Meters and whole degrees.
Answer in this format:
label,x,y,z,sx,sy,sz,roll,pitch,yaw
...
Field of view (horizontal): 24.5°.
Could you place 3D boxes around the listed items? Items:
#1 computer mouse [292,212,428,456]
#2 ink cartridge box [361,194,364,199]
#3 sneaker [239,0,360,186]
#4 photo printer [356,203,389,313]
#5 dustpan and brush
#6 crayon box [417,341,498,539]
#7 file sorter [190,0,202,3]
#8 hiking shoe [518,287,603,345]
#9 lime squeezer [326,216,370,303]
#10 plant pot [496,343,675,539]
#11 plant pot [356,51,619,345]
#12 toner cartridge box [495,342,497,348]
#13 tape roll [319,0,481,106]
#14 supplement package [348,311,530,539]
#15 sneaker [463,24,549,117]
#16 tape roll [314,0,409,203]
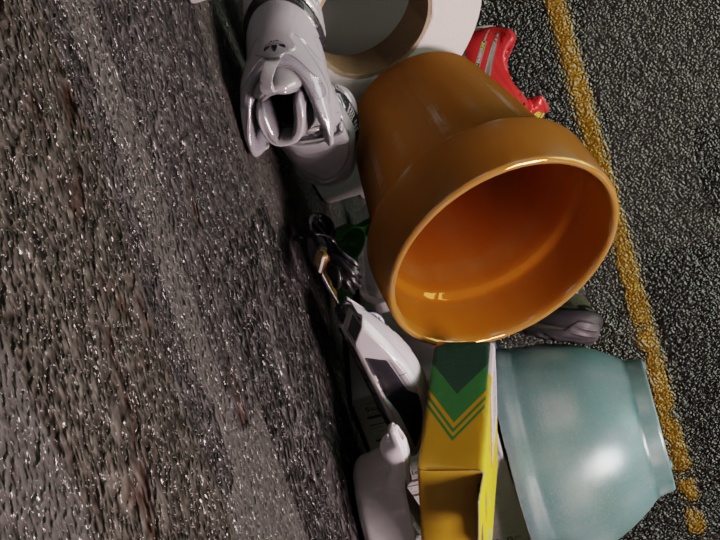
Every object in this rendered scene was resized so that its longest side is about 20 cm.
label,x,y,z,sx,sy,sz,roll,pitch,yaw
computer mouse,0.011,0.051,1.284,0.201,0.044,0.110,64,-7,-21
ink cartridge box,0.009,-0.203,1.805,0.145,0.083,0.202,65,12,-55
sneaker,-0.048,-0.113,1.259,0.201,0.074,0.116,73,14,-46
photo printer,0.046,0.043,1.625,0.201,0.069,0.168,-93,166,-57
dustpan and brush,0.026,0.169,1.241,0.201,0.057,0.141,64,13,-54
crayon box,0.075,0.159,1.251,0.201,0.050,0.128,-78,166,-60
file sorter,-0.078,-0.308,1.181,0.125,0.137,0.202,-79,152,-81
hiking shoe,0.167,-0.001,1.520,0.200,0.075,0.102,-135,-124,-62
lime squeezer,0.000,0.000,1.404,0.038,0.070,0.201,92,13,-52
plant pot,0.202,0.152,1.465,0.200,0.133,0.203,-15,90,-81
plant pot,0.080,-0.073,1.342,0.184,0.199,0.201,62,-2,38
toner cartridge box,0.099,0.052,1.565,0.095,0.043,0.202,-94,166,-61
tape roll,0.004,-0.212,1.345,0.037,0.202,0.204,53,-10,46
supplement package,0.068,0.139,1.435,0.114,0.108,0.201,-94,167,-56
sneaker,0.133,-0.129,1.510,0.077,0.084,0.202,22,56,-80
tape roll,0.007,-0.177,1.531,0.203,0.138,0.205,-15,90,-82
